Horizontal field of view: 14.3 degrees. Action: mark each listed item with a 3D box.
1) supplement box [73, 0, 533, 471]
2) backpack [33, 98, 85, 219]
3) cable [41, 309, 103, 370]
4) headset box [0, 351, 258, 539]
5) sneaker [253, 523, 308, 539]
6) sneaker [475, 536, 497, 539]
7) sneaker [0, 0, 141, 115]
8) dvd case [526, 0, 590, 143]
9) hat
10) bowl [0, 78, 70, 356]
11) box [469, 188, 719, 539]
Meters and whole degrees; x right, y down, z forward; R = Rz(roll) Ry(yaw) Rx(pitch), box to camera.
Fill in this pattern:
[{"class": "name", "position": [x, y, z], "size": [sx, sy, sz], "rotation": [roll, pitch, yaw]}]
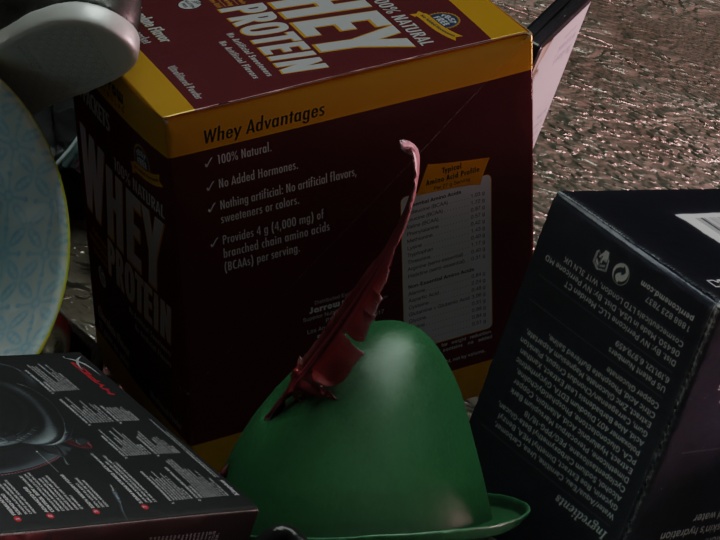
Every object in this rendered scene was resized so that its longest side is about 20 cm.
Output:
[{"class": "supplement box", "position": [-0.028, -0.036, 1.441], "size": [0.196, 0.201, 0.133], "rotation": [-15, 32, -21]}, {"class": "backpack", "position": [-0.176, -0.146, 1.686], "size": [0.177, 0.201, 0.150], "rotation": [27, 2, 27]}, {"class": "cable", "position": [-0.168, 0.013, 1.490], "size": [0.096, 0.051, 0.200], "rotation": [16, 21, -1]}, {"class": "headset box", "position": [-0.169, 0.102, 1.222], "size": [0.199, 0.075, 0.148], "rotation": [-2, 28, -43]}, {"class": "sneaker", "position": [-0.063, 0.166, 1.145], "size": [0.075, 0.080, 0.200], "rotation": [20, 22, 6]}, {"class": "sneaker", "position": [0.043, 0.157, 1.237], "size": [0.200, 0.074, 0.118], "rotation": [24, 19, -37]}, {"class": "sneaker", "position": [-0.168, -0.131, 1.387], "size": [0.199, 0.100, 0.071], "rotation": [-12, -36, 43]}, {"class": "dvd case", "position": [0.080, -0.059, 1.668], "size": [0.017, 0.201, 0.143], "rotation": [24, 22, 8]}, {"class": "hat", "position": [-0.002, 0.030, 1.306], "size": [0.199, 0.177, 0.165], "rotation": [-1, 3, 40]}, {"class": "bowl", "position": [-0.246, -0.010, 1.349], "size": [0.199, 0.202, 0.108], "rotation": [9, -11, -24]}, {"class": "box", "position": [0.161, 0.071, 1.401], "size": [0.196, 0.201, 0.117], "rotation": [-2, 29, -45]}]
